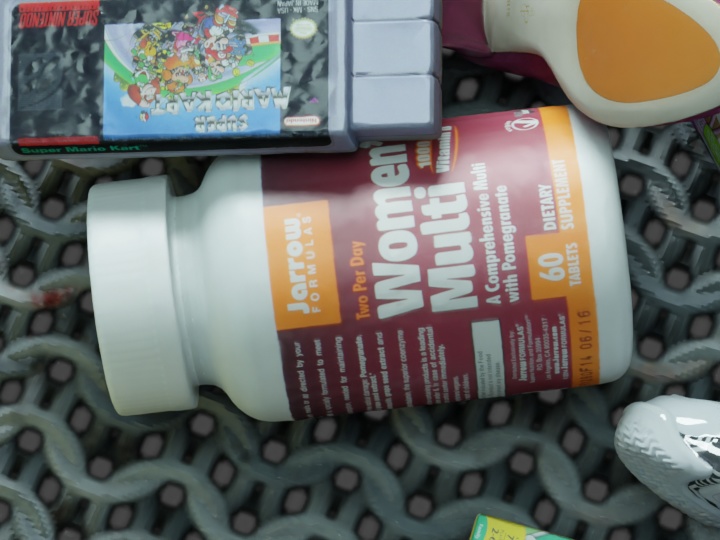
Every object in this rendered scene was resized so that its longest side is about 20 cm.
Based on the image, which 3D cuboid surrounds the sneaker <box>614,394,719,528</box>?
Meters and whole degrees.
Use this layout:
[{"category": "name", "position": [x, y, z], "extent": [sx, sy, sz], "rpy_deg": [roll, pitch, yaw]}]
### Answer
[{"category": "sneaker", "position": [0.202, 0.050, 1.118], "extent": [0.200, 0.075, 0.115], "rpy_deg": [13, 72, 2]}]

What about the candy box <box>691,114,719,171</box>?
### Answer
[{"category": "candy box", "position": [0.160, -0.084, 1.132], "extent": [0.061, 0.136, 0.200], "rpy_deg": [-26, 71, -5]}]

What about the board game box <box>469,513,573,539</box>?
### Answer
[{"category": "board game box", "position": [0.127, 0.165, 1.108], "extent": [0.200, 0.030, 0.096], "rpy_deg": [15, 73, 6]}]

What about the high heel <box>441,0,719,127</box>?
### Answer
[{"category": "high heel", "position": [0.100, -0.091, 1.119], "extent": [0.096, 0.200, 0.068], "rpy_deg": [-5, 98, -41]}]

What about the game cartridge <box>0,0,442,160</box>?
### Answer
[{"category": "game cartridge", "position": [-0.068, -0.107, 1.100], "extent": [0.200, 0.038, 0.130], "rpy_deg": [-2, 77, 9]}]

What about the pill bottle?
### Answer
[{"category": "pill bottle", "position": [0.000, 0.000, 1.127], "extent": [0.200, 0.110, 0.110], "rpy_deg": [-7, 71, 1]}]
